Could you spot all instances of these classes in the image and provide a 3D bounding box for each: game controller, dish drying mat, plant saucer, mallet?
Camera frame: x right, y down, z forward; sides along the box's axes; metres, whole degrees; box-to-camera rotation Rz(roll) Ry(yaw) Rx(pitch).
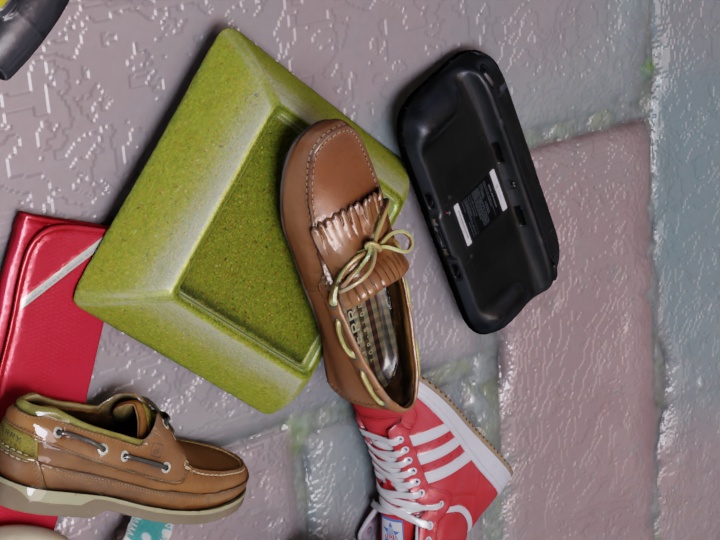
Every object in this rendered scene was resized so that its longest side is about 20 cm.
[{"bbox_3d":[0.085,-0.053,1.282,0.104,0.042,0.200,-38,123,-26],"label":"game controller"},{"bbox_3d":[-0.199,0.066,1.117,0.077,0.018,0.201,9,98,-41],"label":"dish drying mat"},{"bbox_3d":[-0.058,-0.021,1.168,0.200,0.048,0.200,35,81,-44],"label":"plant saucer"},{"bbox_3d":[-0.203,-0.180,0.970,0.066,0.041,0.200,-53,161,-21],"label":"mallet"}]

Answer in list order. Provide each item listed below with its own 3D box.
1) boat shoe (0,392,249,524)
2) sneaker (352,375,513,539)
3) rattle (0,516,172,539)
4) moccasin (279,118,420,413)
[{"bbox_3d":[-0.140,0.115,1.131,0.200,0.072,0.068,7,101,-50],"label":"boat shoe"},{"bbox_3d":[0.025,0.141,1.278,0.200,0.071,0.113,45,72,-39],"label":"sneaker"},{"bbox_3d":[-0.172,0.223,1.109,0.200,0.143,0.131,0,96,-34],"label":"rattle"},{"bbox_3d":[-0.001,0.001,1.139,0.074,0.078,0.202,-24,118,-33],"label":"moccasin"}]
